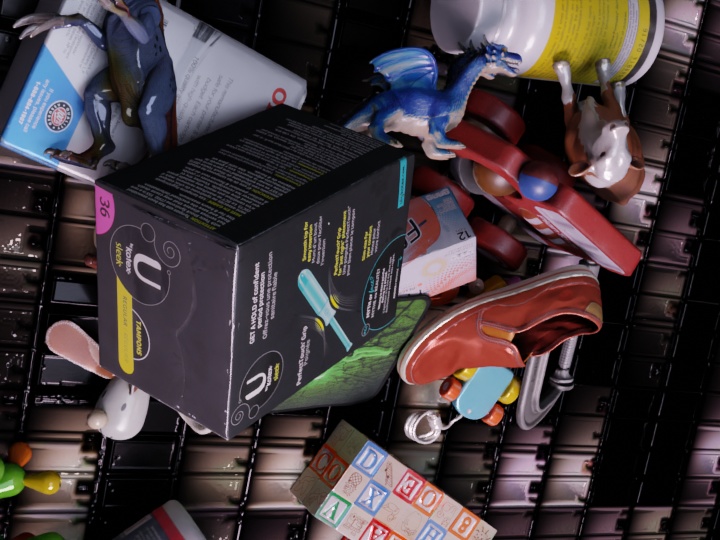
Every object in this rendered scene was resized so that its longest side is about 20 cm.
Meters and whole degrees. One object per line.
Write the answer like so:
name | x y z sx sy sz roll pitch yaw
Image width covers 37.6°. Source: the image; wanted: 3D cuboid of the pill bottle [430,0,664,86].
pill bottle | 0.168 -0.229 0.962 0.199 0.111 0.112 -1 103 -29

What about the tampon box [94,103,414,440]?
tampon box | -0.073 -0.009 0.749 0.200 0.126 0.151 -32 137 -48

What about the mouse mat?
mouse mat | -0.046 0.079 0.932 0.199 0.008 0.161 -3 140 -28

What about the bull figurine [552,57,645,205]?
bull figurine | 0.215 -0.119 0.941 0.065 0.200 0.122 -10 78 15

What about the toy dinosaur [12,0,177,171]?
toy dinosaur | -0.166 -0.159 0.742 0.200 0.105 0.182 22 81 -64

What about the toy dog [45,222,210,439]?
toy dog | -0.190 0.046 0.838 0.096 0.131 0.201 -13 102 -56

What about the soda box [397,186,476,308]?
soda box | 0.000 0.000 0.916 0.199 0.064 0.069 -21 146 -7

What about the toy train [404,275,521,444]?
toy train | 0.086 0.063 1.030 0.149 0.056 0.201 -9 112 -11

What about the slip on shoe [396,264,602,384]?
slip on shoe | 0.125 0.060 0.953 0.199 0.061 0.074 -23 143 12

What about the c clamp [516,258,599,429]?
c clamp | 0.211 0.062 1.078 0.171 0.027 0.201 -18 125 -58

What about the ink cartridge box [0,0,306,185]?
ink cartridge box | -0.164 -0.128 0.821 0.199 0.086 0.147 25 91 -32

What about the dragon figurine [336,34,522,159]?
dragon figurine | 0.034 -0.145 0.869 0.199 0.059 0.100 -2 82 -8

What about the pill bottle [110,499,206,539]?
pill bottle | -0.207 0.298 0.888 0.200 0.119 0.120 -34 116 -17

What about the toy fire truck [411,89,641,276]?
toy fire truck | 0.147 -0.073 0.957 0.200 0.168 0.112 38 83 -31

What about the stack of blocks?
stack of blocks | 0.028 0.248 1.038 0.200 0.059 0.115 40 83 -30

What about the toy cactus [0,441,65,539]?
toy cactus | -0.335 0.193 0.822 0.200 0.102 0.165 32 105 -33
